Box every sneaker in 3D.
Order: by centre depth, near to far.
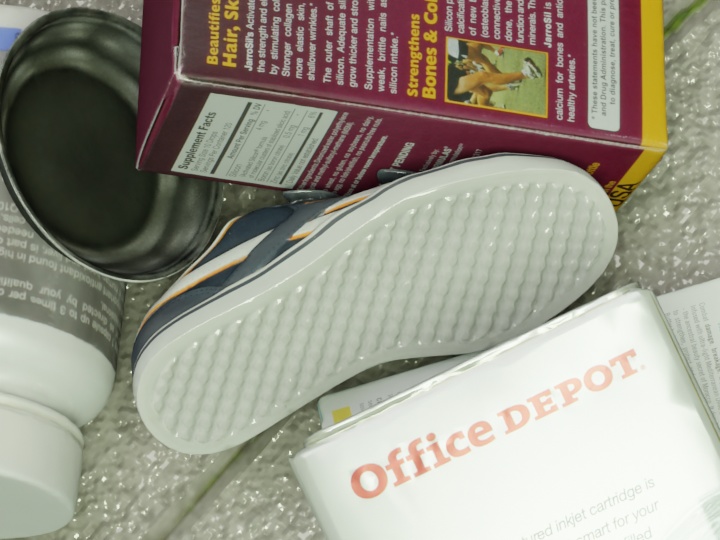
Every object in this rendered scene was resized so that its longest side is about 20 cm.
[{"bbox_3d":[0.000,0.000,1.119,0.199,0.079,0.079,-22,24,0],"label":"sneaker"}]

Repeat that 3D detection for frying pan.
[{"bbox_3d":[-0.085,-0.069,1.159,0.031,0.115,0.190,-23,18,42],"label":"frying pan"}]

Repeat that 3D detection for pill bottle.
[{"bbox_3d":[-0.153,0.002,1.173,0.113,0.114,0.201,-2,65,16],"label":"pill bottle"}]

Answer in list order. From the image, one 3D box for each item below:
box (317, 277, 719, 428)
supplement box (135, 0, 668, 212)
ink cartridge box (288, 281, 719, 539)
[{"bbox_3d":[0.089,0.066,1.107,0.199,0.049,0.083,-16,63,9],"label":"box"},{"bbox_3d":[0.016,-0.091,1.134,0.199,0.086,0.111,8,64,-13],"label":"supplement box"},{"bbox_3d":[0.082,0.123,1.024,0.146,0.083,0.200,-25,86,5],"label":"ink cartridge box"}]
